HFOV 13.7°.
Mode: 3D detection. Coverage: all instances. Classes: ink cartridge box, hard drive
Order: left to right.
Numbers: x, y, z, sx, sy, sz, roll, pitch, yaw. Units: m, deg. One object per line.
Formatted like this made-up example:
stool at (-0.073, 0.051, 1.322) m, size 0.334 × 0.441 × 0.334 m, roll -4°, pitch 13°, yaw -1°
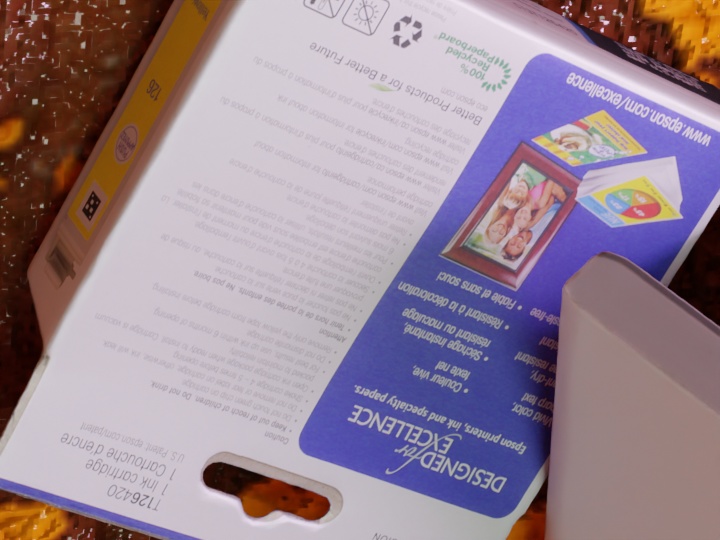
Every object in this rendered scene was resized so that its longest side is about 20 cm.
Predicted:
ink cartridge box at (0.000, 0.000, 0.947) m, size 0.197 × 0.047 × 0.201 m, roll 21°, pitch 109°, yaw -34°
hard drive at (0.115, 0.094, 0.958) m, size 0.027 × 0.132 × 0.201 m, roll -40°, pitch 153°, yaw -24°
